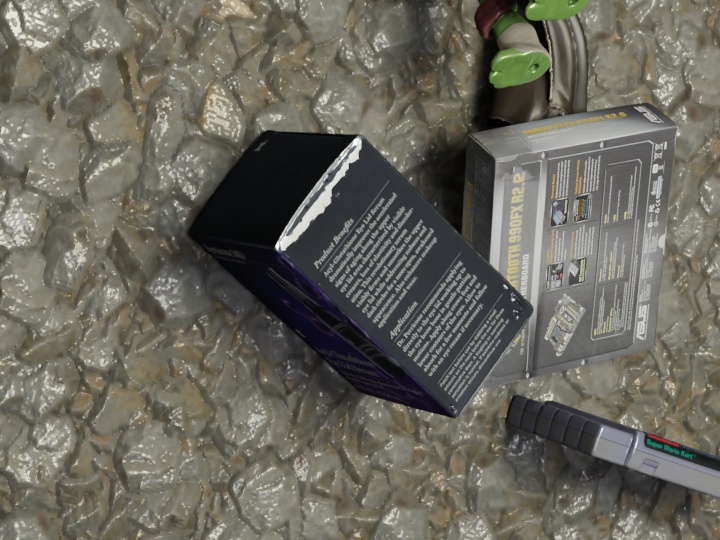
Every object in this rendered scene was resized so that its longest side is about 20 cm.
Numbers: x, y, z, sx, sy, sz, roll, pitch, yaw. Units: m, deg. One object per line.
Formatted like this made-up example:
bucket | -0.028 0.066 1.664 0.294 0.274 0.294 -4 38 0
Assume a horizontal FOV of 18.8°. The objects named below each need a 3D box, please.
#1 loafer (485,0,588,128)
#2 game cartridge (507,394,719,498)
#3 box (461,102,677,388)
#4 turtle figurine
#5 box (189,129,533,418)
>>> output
loafer | 0.132 -0.133 1.663 0.071 0.073 0.200 -19 103 -28
game cartridge | 0.230 0.145 1.709 0.200 0.130 0.038 20 84 -29
box | 0.155 -0.019 1.655 0.158 0.048 0.200 -12 121 -22
turtle figurine | 0.067 -0.236 1.566 0.144 0.194 0.200 -37 146 13
box | 0.000 0.000 1.560 0.200 0.148 0.104 43 75 -24
